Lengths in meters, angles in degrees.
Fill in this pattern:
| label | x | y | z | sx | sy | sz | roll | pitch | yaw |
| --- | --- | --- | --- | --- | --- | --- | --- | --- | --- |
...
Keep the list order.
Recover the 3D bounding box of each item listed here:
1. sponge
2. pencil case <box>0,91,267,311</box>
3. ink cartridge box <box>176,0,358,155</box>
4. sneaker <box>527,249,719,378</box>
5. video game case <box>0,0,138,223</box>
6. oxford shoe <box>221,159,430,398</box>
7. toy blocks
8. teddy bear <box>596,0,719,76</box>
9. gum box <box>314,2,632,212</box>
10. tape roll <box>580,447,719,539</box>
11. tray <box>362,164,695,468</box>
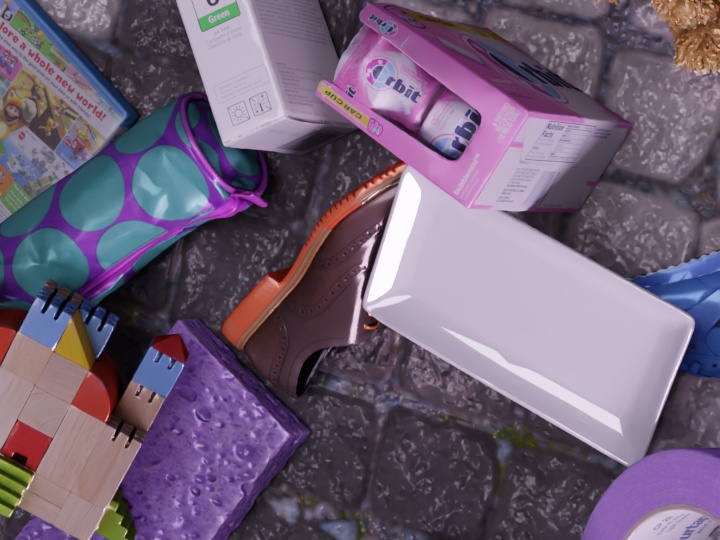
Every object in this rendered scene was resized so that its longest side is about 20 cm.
| label | x | y | z | sx | sy | sz | roll | pitch | yaw |
| --- | --- | --- | --- | --- | --- | --- | --- | --- | --- |
| sponge | -0.131 | 0.142 | 1.648 | 0.112 | 0.030 | 0.200 | 43 | 107 | 19 |
| pencil case | -0.156 | -0.029 | 1.630 | 0.200 | 0.085 | 0.093 | -35 | 60 | 21 |
| ink cartridge box | -0.072 | -0.174 | 1.579 | 0.050 | 0.109 | 0.200 | -23 | 80 | 22 |
| sneaker | 0.187 | 0.036 | 1.485 | 0.200 | 0.066 | 0.079 | -17 | 82 | 23 |
| video game case | -0.256 | -0.079 | 1.712 | 0.143 | 0.018 | 0.200 | 47 | 108 | 18 |
| oxford shoe | 0.000 | 0.000 | 1.566 | 0.073 | 0.071 | 0.200 | 50 | 124 | 9 |
| toy blocks | -0.202 | 0.071 | 1.592 | 0.200 | 0.100 | 0.137 | 28 | 103 | -4 |
| teddy bear | 0.185 | -0.210 | 1.487 | 0.145 | 0.067 | 0.200 | -18 | 83 | 21 |
| gum box | 0.066 | -0.091 | 1.466 | 0.113 | 0.200 | 0.066 | 36 | 104 | 19 |
| tape roll | 0.204 | 0.199 | 1.427 | 0.200 | 0.066 | 0.200 | -1 | 89 | 55 |
| tray | 0.098 | 0.023 | 1.481 | 0.200 | 0.022 | 0.108 | 30 | 122 | 22 |
